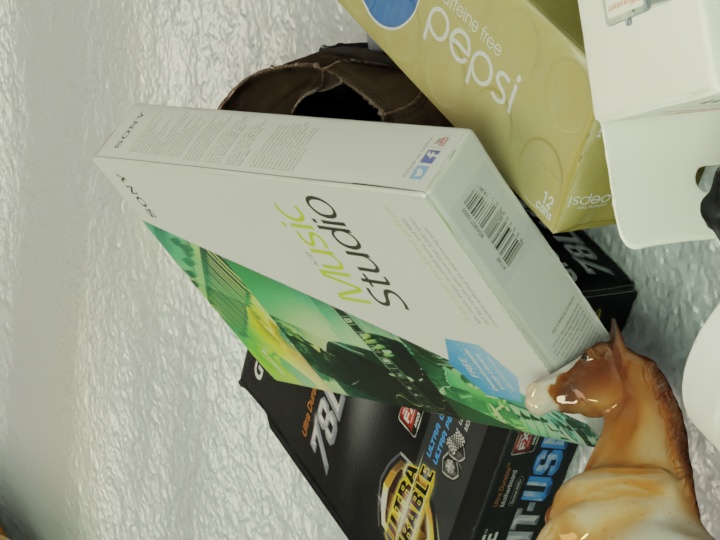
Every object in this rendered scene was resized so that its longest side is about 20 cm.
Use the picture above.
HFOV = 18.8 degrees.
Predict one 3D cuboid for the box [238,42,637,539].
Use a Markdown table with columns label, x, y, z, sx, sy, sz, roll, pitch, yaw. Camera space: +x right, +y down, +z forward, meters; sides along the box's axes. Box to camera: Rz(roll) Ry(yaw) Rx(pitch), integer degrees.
| label | x | y | z | sx | sy | sz | roll | pitch | yaw |
| --- | --- | --- | --- | --- | --- | --- | --- | --- | --- |
| box | 0.024 | 0.031 | 0.977 | 0.199 | 0.050 | 0.200 | 50 | 135 | 40 |

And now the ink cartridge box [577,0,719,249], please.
| label | x | y | z | sx | sy | sz | roll | pitch | yaw |
| --- | --- | --- | --- | --- | --- | --- | --- | --- | --- |
| ink cartridge box | 0.130 | -0.113 | 0.703 | 0.067 | 0.117 | 0.200 | -10 | 88 | 60 |

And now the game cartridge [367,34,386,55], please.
| label | x | y | z | sx | sy | sz | roll | pitch | yaw |
| --- | --- | --- | --- | --- | --- | --- | --- | --- | --- |
| game cartridge | 0.059 | -0.158 | 0.890 | 0.200 | 0.041 | 0.133 | 4 | 104 | 58 |

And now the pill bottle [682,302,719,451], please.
| label | x | y | z | sx | sy | sz | roll | pitch | yaw |
| --- | --- | --- | --- | --- | --- | --- | --- | --- | --- |
| pill bottle | 0.188 | 0.080 | 0.657 | 0.200 | 0.113 | 0.113 | 50 | 136 | 41 |

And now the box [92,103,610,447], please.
| label | x | y | z | sx | sy | sz | roll | pitch | yaw |
| --- | --- | --- | --- | --- | --- | --- | --- | --- | --- |
| box | 0.000 | 0.000 | 0.849 | 0.200 | 0.036 | 0.144 | 10 | 145 | 49 |

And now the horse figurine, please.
| label | x | y | z | sx | sy | sz | roll | pitch | yaw |
| --- | --- | --- | --- | --- | --- | --- | --- | --- | --- |
| horse figurine | 0.089 | 0.114 | 0.715 | 0.200 | 0.132 | 0.050 | 47 | 163 | 47 |

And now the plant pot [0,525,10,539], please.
| label | x | y | z | sx | sy | sz | roll | pitch | yaw |
| --- | --- | --- | --- | --- | --- | --- | --- | --- | --- |
| plant pot | -0.301 | 0.218 | 1.429 | 0.183 | 0.200 | 0.200 | -118 | 34 | -56 |

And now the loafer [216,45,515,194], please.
| label | x | y | z | sx | sy | sz | roll | pitch | yaw |
| --- | --- | --- | --- | --- | --- | --- | --- | --- | --- |
| loafer | -0.014 | -0.059 | 0.908 | 0.200 | 0.071 | 0.073 | -1 | 94 | 57 |

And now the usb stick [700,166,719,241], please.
| label | x | y | z | sx | sy | sz | roll | pitch | yaw |
| --- | --- | --- | --- | --- | --- | --- | --- | --- | --- |
| usb stick | 0.195 | -0.006 | 0.627 | 0.200 | 0.055 | 0.033 | 12 | 94 | 35 |

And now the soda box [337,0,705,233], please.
| label | x | y | z | sx | sy | sz | roll | pitch | yaw |
| --- | --- | --- | --- | --- | --- | --- | --- | --- | --- |
| soda box | 0.053 | -0.100 | 0.818 | 0.200 | 0.064 | 0.068 | 52 | 137 | 40 |
